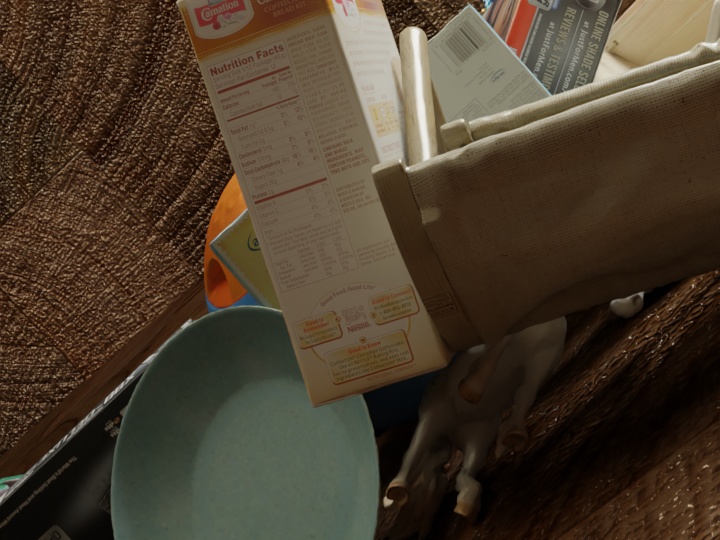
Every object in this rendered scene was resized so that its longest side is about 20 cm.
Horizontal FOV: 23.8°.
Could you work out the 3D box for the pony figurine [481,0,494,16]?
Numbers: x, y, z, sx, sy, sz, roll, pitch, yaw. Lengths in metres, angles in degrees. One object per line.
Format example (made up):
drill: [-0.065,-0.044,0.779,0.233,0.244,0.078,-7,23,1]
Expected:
pony figurine: [0.147,-0.162,1.370,0.192,0.167,0.201,-23,-28,-21]

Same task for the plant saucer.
plant saucer: [-0.057,0.121,0.950,0.201,0.202,0.039,-39,-28,28]

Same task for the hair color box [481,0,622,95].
hair color box: [0.103,-0.124,1.094,0.200,0.063,0.112,148,143,-81]

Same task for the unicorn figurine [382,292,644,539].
unicorn figurine: [0.079,0.052,0.881,0.200,0.074,0.138,-34,16,36]

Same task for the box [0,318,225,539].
box: [-0.122,0.155,1.036,0.200,0.158,0.050,-42,7,2]

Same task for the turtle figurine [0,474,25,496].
turtle figurine: [-0.218,0.237,1.114,0.100,0.202,0.150,-9,-1,-2]

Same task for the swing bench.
swing bench: [0.123,-0.057,0.806,0.197,0.130,0.200,-17,24,13]

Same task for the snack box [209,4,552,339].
snack box: [0.026,-0.038,0.963,0.200,0.116,0.037,-42,0,1]

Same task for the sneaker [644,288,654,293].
sneaker: [0.184,-0.048,0.963,0.199,0.075,0.087,-36,-4,5]

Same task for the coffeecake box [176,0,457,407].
coffeecake box: [-0.009,-0.050,0.859,0.073,0.202,0.153,-17,4,13]

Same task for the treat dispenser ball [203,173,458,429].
treat dispenser ball: [0.000,0.000,1.084,0.201,0.201,0.201,-42,8,7]

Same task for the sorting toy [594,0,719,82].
sorting toy: [0.205,-0.141,1.014,0.200,0.107,0.180,-47,-5,38]
